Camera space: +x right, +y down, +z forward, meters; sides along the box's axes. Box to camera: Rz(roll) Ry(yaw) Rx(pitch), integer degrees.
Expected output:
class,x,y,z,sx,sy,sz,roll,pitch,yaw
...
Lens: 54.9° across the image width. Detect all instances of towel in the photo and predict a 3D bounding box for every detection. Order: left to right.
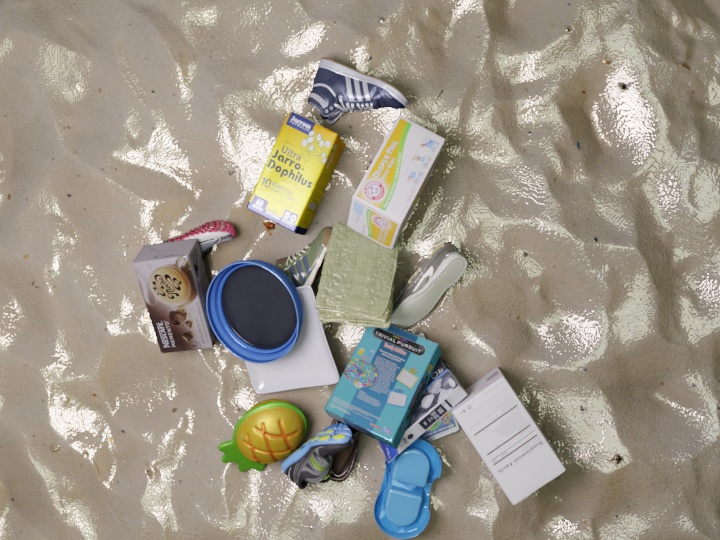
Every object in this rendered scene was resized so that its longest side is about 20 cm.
class,x,y,z,sx,sy,sz,roll,pitch,yaw
towel,-0.003,0.007,1.291,0.144,0.037,0.205,8,66,1

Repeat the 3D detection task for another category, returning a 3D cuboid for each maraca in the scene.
class,x,y,z,sx,sy,sz,roll,pitch,yaw
maraca,-0.191,0.328,1.360,0.136,0.108,0.200,38,111,-26

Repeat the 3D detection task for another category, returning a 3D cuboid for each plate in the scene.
class,x,y,z,sx,sy,sz,roll,pitch,yaw
plate,-0.148,0.135,1.357,0.195,0.032,0.205,-11,104,22

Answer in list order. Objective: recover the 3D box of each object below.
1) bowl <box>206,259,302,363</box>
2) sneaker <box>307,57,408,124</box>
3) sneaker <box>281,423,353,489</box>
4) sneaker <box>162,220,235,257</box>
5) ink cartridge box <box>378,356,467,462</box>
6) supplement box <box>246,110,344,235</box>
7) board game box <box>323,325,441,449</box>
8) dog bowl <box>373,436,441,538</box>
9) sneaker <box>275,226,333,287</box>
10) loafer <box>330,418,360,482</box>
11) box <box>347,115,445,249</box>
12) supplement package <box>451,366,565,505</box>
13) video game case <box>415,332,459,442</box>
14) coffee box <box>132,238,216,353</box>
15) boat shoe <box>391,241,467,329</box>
class,x,y,z,sx,sy,sz,roll,pitch,yaw
bowl,-0.198,0.076,1.316,0.196,0.039,0.206,7,110,19
sneaker,-0.010,-0.326,1.348,0.197,0.070,0.111,25,89,12
sneaker,-0.073,0.359,1.328,0.083,0.070,0.199,52,125,5
sneaker,-0.336,-0.041,1.392,0.196,0.081,0.076,-22,107,12
ink cartridge box,0.102,0.261,1.312,0.200,0.100,0.039,-43,124,5
supplement box,-0.123,-0.185,1.344,0.107,0.109,0.204,25,93,5
board game box,0.044,0.207,1.301,0.148,0.047,0.203,20,68,25
dog bowl,0.091,0.415,1.348,0.109,0.050,0.205,13,99,2
sneaker,-0.125,-0.006,1.366,0.088,0.067,0.204,26,97,1
loafer,-0.034,0.319,1.359,0.071,0.071,0.205,12,92,6
box,0.065,-0.163,1.285,0.100,0.113,0.203,27,68,5
supplement package,0.272,0.305,1.300,0.119,0.121,0.202,-34,88,5
video game case,0.096,0.244,1.371,0.140,0.018,0.204,-22,88,6
coffee box,-0.353,0.051,1.348,0.110,0.080,0.204,-6,116,5
boat shoe,0.121,0.031,1.344,0.202,0.071,0.061,-47,45,16
